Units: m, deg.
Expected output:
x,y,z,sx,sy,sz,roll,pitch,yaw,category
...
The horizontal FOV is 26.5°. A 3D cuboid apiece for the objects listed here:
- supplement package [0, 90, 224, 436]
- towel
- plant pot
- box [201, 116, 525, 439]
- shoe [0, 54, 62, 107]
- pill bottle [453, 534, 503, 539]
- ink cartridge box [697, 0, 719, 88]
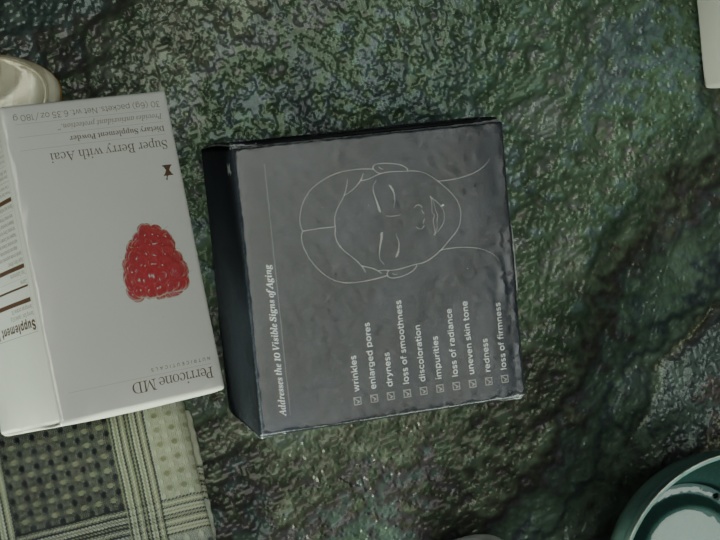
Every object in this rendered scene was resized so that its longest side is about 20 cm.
x,y,z,sx,sy,sz,roll,pitch,yaw,category
-0.183,-0.003,1.015,0.120,0.119,0.202,-11,87,-32,supplement package
-0.197,0.180,1.069,0.190,0.035,0.202,-11,74,-13,towel
0.272,0.229,1.174,0.198,0.134,0.203,0,92,-9,plant pot
0.000,0.000,1.094,0.194,0.124,0.203,-7,95,-17,box
-0.301,-0.112,1.039,0.198,0.053,0.071,-5,95,-15,shoe
0.105,0.308,1.149,0.109,0.109,0.201,-30,101,-12,pill bottle
0.381,-0.193,1.180,0.198,0.145,0.085,-9,97,-15,ink cartridge box
